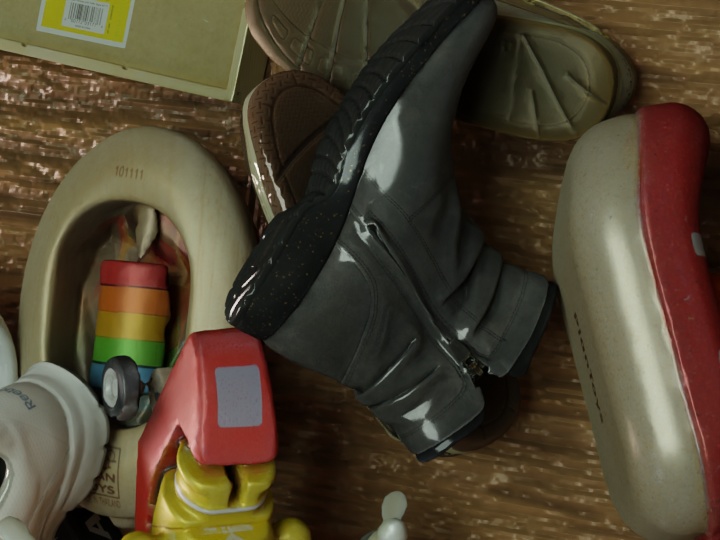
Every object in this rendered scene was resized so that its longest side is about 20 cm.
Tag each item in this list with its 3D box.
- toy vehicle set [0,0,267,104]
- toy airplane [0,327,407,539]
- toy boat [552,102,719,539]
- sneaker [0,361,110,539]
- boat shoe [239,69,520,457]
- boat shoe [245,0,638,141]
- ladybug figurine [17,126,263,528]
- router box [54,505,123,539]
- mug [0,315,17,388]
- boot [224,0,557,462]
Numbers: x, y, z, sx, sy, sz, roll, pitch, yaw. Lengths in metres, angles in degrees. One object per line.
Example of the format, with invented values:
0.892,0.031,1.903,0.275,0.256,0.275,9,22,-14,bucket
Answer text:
-0.131,-0.165,1.542,0.200,0.026,0.125,15,94,27,toy vehicle set
-0.074,0.149,1.391,0.200,0.199,0.141,-42,33,-3,toy airplane
0.164,0.020,1.347,0.130,0.131,0.200,-13,81,-5,toy boat
-0.186,0.143,1.455,0.074,0.087,0.200,19,108,30,sneaker
-0.005,0.003,1.426,0.203,0.075,0.075,62,152,0,boat shoe
0.039,-0.106,1.430,0.200,0.066,0.074,21,105,23,boat shoe
-0.104,0.029,1.494,0.135,0.072,0.201,10,92,28,ladybug figurine
-0.175,0.199,1.533,0.149,0.051,0.200,-37,72,19,router box
-0.269,0.072,1.518,0.175,0.148,0.201,10,94,39,mug
0.039,-0.023,1.368,0.132,0.070,0.200,33,87,-11,boot
